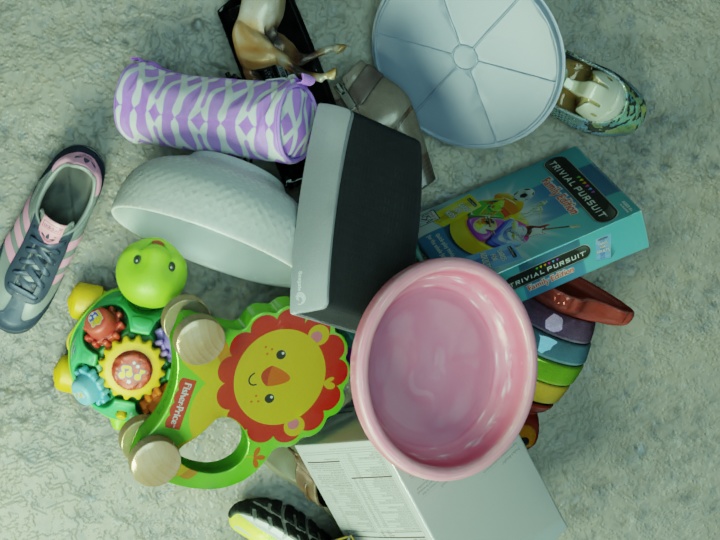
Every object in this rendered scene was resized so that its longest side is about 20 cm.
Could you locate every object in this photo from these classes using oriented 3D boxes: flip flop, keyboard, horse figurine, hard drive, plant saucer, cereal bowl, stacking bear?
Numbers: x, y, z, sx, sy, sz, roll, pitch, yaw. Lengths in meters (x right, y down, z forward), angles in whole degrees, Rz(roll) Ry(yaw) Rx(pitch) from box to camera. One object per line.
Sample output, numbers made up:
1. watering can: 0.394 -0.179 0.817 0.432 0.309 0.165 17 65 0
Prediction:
1. flip flop: -0.031 0.216 1.481 0.081 0.058 0.200 -41 102 -2
2. keyboard: -0.085 -0.179 1.423 0.104 0.040 0.201 -21 82 1
3. horse figurine: -0.076 -0.245 1.382 0.132 0.050 0.201 4 90 16
4. hard drive: 0.001 -0.045 1.340 0.135 0.042 0.201 19 73 -43
5. plant saucer: 0.070 0.088 1.310 0.200 0.051 0.202 -1 91 -33
6. cereal bowl: -0.129 -0.056 1.366 0.199 0.200 0.084 22 77 -11
7. stacking bear: 0.172 0.100 1.477 0.121 0.114 0.201 14 107 -37

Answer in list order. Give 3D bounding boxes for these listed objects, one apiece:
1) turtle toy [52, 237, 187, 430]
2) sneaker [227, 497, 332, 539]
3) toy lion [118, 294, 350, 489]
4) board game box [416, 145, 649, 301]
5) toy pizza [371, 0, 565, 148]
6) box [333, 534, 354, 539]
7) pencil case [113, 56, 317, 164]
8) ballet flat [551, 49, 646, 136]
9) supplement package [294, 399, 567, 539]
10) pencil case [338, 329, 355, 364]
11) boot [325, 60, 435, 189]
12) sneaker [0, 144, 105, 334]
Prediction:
1. turtle toy: -0.218 0.063 1.402 0.145 0.101 0.201 11 101 -11
2. sneaker: -0.060 0.311 1.481 0.200 0.078 0.090 35 100 -8
3. toy lion: -0.110 0.117 1.366 0.191 0.069 0.201 16 102 -26
4. board game box: 0.161 -0.038 1.431 0.199 0.151 0.047 -24 125 -6
5. toy pizza: 0.107 -0.215 1.418 0.199 0.032 0.201 12 124 18
6. box: -0.066 0.365 1.449 0.199 0.049 0.160 -21 108 20
7. pencil case: -0.136 -0.152 1.362 0.199 0.084 0.086 8 98 23
8. ballet flat: 0.209 -0.190 1.465 0.199 0.074 0.075 21 93 -12
9. supplement package: 0.070 0.214 1.425 0.152 0.150 0.201 -35 103 -34
10. pencil case: -0.032 0.081 1.448 0.199 0.085 0.093 -19 55 -5
11. boot: -0.027 -0.107 1.443 0.200 0.070 0.146 -36 92 2
12. sneaker: -0.308 -0.029 1.391 0.070 0.082 0.201 22 93 -12
